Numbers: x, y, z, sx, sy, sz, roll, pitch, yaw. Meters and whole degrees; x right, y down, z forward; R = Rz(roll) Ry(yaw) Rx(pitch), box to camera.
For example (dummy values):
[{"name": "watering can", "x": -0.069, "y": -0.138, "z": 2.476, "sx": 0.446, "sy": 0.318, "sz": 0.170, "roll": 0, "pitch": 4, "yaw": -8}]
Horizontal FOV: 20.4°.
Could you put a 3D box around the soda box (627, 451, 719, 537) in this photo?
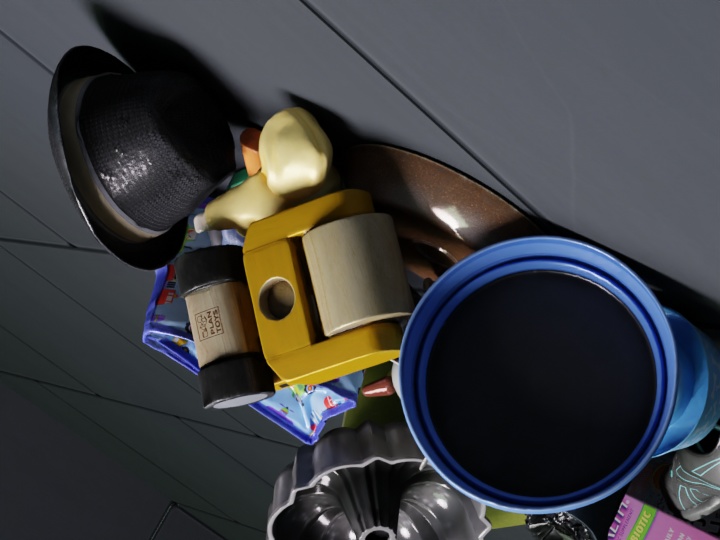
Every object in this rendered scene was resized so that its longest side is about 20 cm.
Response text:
[{"name": "soda box", "x": 0.299, "y": 0.218, "z": 1.814, "sx": 0.199, "sy": 0.064, "sz": 0.068, "roll": 31, "pitch": 165, "yaw": -6}]

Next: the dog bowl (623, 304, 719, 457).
[{"name": "dog bowl", "x": 0.186, "y": 0.094, "z": 1.491, "sx": 0.199, "sy": 0.113, "sz": 0.049, "roll": -19, "pitch": 161, "yaw": 38}]

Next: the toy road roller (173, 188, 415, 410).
[{"name": "toy road roller", "x": -0.036, "y": 0.027, "z": 1.531, "sx": 0.199, "sy": 0.124, "sz": 0.146, "roll": -20, "pitch": 167, "yaw": 27}]

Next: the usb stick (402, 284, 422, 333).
[{"name": "usb stick", "x": 0.000, "y": 0.000, "z": 1.589, "sx": 0.200, "sy": 0.032, "sz": 0.056, "roll": -131, "pitch": 35, "yaw": -52}]

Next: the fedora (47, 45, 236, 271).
[{"name": "fedora", "x": -0.158, "y": -0.097, "z": 1.563, "sx": 0.091, "sy": 0.202, "sz": 0.201, "roll": -15, "pitch": 144, "yaw": 22}]

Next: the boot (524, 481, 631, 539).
[{"name": "boot", "x": 0.189, "y": 0.158, "z": 1.632, "sx": 0.076, "sy": 0.169, "sz": 0.200, "roll": 27, "pitch": 165, "yaw": 8}]

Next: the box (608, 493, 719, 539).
[{"name": "box", "x": 0.253, "y": 0.275, "z": 1.759, "sx": 0.199, "sy": 0.097, "sz": 0.176, "roll": 24, "pitch": 165, "yaw": 12}]

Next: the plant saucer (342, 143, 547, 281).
[{"name": "plant saucer", "x": 0.065, "y": -0.025, "z": 1.537, "sx": 0.199, "sy": 0.037, "sz": 0.201, "roll": 28, "pitch": 165, "yaw": 8}]

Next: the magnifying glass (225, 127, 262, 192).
[{"name": "magnifying glass", "x": -0.082, "y": -0.073, "z": 1.685, "sx": 0.079, "sy": 0.023, "sz": 0.200, "roll": 27, "pitch": 163, "yaw": 10}]

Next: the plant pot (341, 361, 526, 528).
[{"name": "plant pot", "x": 0.095, "y": 0.167, "z": 1.869, "sx": 0.198, "sy": 0.189, "sz": 0.187, "roll": 8, "pitch": 160, "yaw": 12}]

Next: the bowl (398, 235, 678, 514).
[{"name": "bowl", "x": 0.128, "y": 0.076, "z": 1.427, "sx": 0.199, "sy": 0.202, "sz": 0.039, "roll": 25, "pitch": 169, "yaw": 16}]

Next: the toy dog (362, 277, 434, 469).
[{"name": "toy dog", "x": 0.046, "y": 0.093, "z": 1.621, "sx": 0.200, "sy": 0.096, "sz": 0.133, "roll": 60, "pitch": -170, "yaw": -77}]

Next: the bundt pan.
[{"name": "bundt pan", "x": 0.010, "y": 0.208, "z": 1.749, "sx": 0.202, "sy": 0.201, "sz": 0.076, "roll": 41, "pitch": -157, "yaw": -35}]

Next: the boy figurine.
[{"name": "boy figurine", "x": -0.070, "y": -0.059, "z": 1.554, "sx": 0.065, "sy": 0.123, "sz": 0.200, "roll": 66, "pitch": 159, "yaw": 15}]

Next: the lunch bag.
[{"name": "lunch bag", "x": -0.090, "y": 0.028, "z": 1.687, "sx": 0.199, "sy": 0.151, "sz": 0.094, "roll": 27, "pitch": 141, "yaw": -15}]

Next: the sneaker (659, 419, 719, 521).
[{"name": "sneaker", "x": 0.296, "y": 0.157, "z": 1.656, "sx": 0.080, "sy": 0.075, "sz": 0.200, "roll": 54, "pitch": 162, "yaw": -4}]

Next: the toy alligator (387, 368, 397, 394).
[{"name": "toy alligator", "x": 0.054, "y": 0.077, "z": 1.796, "sx": 0.201, "sy": 0.054, "sz": 0.059, "roll": 56, "pitch": 130, "yaw": 21}]
